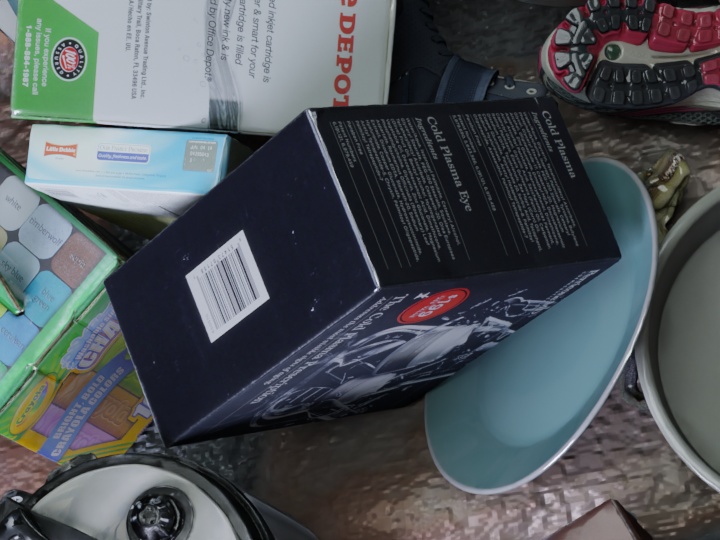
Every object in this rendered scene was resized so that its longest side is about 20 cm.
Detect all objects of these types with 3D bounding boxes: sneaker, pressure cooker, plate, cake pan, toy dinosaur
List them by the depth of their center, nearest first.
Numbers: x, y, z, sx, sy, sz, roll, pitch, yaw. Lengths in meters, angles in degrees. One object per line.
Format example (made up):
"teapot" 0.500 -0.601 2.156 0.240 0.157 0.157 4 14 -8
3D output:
"cake pan" 0.246 0.040 1.277 0.200 0.037 0.200 0 76 2
"pressure cooker" -0.110 0.188 1.285 0.176 0.200 0.179 -15 69 13
"plate" 0.104 0.033 1.308 0.200 0.026 0.200 -42 35 38
"sneaker" 0.199 -0.119 1.334 0.200 0.075 0.081 6 85 -7
"toy dinosaur" 0.153 0.034 1.335 0.088 0.047 0.200 30 88 28
"sneaker" 0.050 -0.128 1.407 0.146 0.077 0.202 9 63 8

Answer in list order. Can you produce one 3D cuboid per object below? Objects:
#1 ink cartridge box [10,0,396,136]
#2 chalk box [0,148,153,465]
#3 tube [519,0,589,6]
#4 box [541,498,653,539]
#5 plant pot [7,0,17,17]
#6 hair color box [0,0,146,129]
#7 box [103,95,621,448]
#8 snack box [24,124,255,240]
"ink cartridge box" -0.083 -0.148 1.287 0.200 0.083 0.147 5 96 -6
"chalk box" -0.192 0.022 1.365 0.124 0.200 0.124 40 89 26
"tube" 0.115 -0.248 1.314 0.077 0.050 0.200 7 84 8
"box" 0.161 0.226 1.236 0.075 0.100 0.200 -31 65 7
"plant pot" -0.141 -0.221 1.396 0.200 0.135 0.200 -5 72 16
"hair color box" -0.122 -0.189 1.487 0.200 0.064 0.111 -46 66 -2
"box" 0.000 0.000 1.269 0.200 0.182 0.104 -37 69 43
"snack box" -0.094 -0.042 1.353 0.116 0.200 0.037 4 82 19
